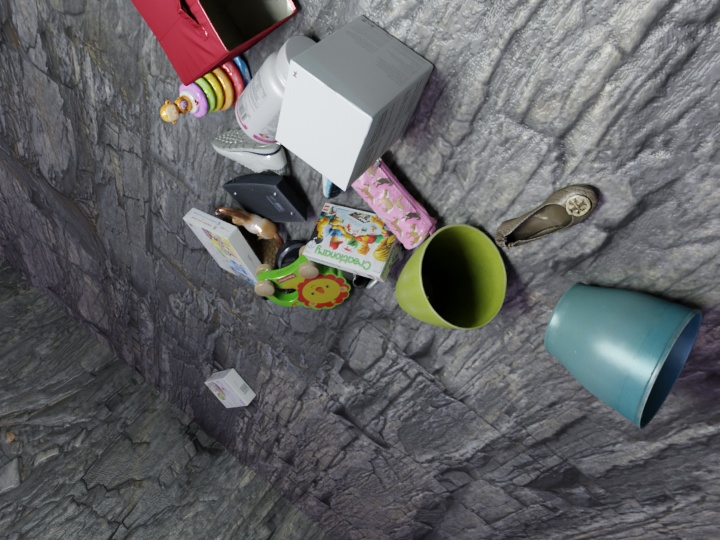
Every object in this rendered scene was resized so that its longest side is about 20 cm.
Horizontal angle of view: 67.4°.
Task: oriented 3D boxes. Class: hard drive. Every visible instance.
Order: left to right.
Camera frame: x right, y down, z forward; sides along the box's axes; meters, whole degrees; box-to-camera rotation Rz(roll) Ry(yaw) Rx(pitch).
[{"bbox_3d":[-0.215,-0.167,1.242,0.197,0.043,0.135,8,150,41],"label":"hard drive"}]

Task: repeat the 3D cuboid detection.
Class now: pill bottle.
[{"bbox_3d":[-0.143,-0.329,0.997,0.114,0.114,0.199,50,142,-11],"label":"pill bottle"}]

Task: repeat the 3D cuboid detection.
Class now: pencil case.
[{"bbox_3d":[0.060,-0.135,1.034,0.201,0.083,0.087,49,-176,-9],"label":"pencil case"}]

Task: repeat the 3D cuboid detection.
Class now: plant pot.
[{"bbox_3d":[0.151,0.027,1.053,0.188,0.187,0.199,47,157,-8],"label":"plant pot"},{"bbox_3d":[0.416,0.118,0.887,0.186,0.199,0.203,29,144,39],"label":"plant pot"}]

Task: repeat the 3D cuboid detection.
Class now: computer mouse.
[{"bbox_3d":[-0.181,-0.011,1.352,0.053,0.136,0.202,62,147,33],"label":"computer mouse"}]

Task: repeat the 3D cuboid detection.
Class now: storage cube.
[{"bbox_3d":[-0.251,-0.450,0.913,0.178,0.200,0.173,-4,125,50],"label":"storage cube"}]

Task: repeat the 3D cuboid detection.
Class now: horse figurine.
[{"bbox_3d":[-0.259,-0.107,1.306,0.197,0.051,0.132,29,167,-17],"label":"horse figurine"}]

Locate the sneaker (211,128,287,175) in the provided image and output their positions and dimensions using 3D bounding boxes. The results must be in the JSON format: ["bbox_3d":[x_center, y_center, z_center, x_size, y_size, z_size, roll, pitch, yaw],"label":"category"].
[{"bbox_3d":[-0.249,-0.258,1.196,0.197,0.077,0.081,18,147,30],"label":"sneaker"}]

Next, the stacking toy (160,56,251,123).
[{"bbox_3d":[-0.314,-0.346,1.059,0.108,0.200,0.118,18,136,27],"label":"stacking toy"}]

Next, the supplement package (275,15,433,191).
[{"bbox_3d":[-0.011,-0.270,0.866,0.151,0.200,0.152,36,142,7],"label":"supplement package"}]

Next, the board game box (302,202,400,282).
[{"bbox_3d":[-0.014,-0.062,1.130,0.196,0.129,0.035,15,164,30],"label":"board game box"}]

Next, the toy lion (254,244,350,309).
[{"bbox_3d":[-0.129,0.037,1.305,0.196,0.070,0.192,-20,138,17],"label":"toy lion"}]

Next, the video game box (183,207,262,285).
[{"bbox_3d":[-0.336,-0.056,1.371,0.180,0.047,0.202,26,155,35],"label":"video game box"}]

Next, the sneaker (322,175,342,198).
[{"bbox_3d":[-0.053,-0.234,1.057,0.086,0.075,0.202,37,138,22],"label":"sneaker"}]

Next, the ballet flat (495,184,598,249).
[{"bbox_3d":[0.301,-0.081,0.899,0.068,0.046,0.199,50,142,-12],"label":"ballet flat"}]

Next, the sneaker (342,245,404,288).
[{"bbox_3d":[0.000,0.000,1.184,0.075,0.116,0.199,49,141,-11],"label":"sneaker"}]

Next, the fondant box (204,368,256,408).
[{"bbox_3d":[-0.514,0.466,2.127,0.198,0.058,0.145,-22,110,48],"label":"fondant box"}]

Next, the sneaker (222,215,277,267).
[{"bbox_3d":[-0.281,-0.066,1.418,0.199,0.067,0.090,40,155,-3],"label":"sneaker"}]
